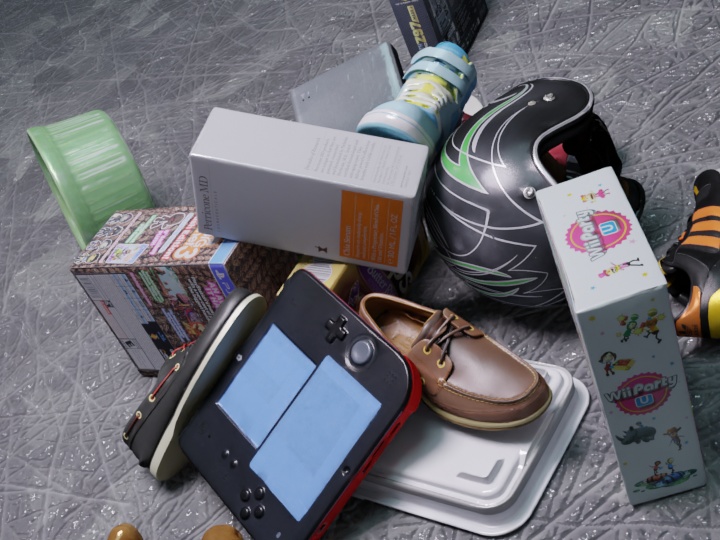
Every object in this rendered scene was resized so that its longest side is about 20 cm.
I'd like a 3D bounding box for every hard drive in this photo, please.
[{"bbox_3d":[0.001,-0.150,1.170,0.139,0.033,0.200,-24,63,19],"label":"hard drive"}]

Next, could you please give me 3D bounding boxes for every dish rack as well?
[{"bbox_3d":[0.076,0.127,0.861,0.200,0.044,0.172,8,46,37],"label":"dish rack"}]

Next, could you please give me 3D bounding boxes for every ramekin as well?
[{"bbox_3d":[-0.333,-0.104,1.284,0.098,0.200,0.200,-27,34,-16],"label":"ramekin"}]

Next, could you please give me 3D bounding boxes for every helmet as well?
[{"bbox_3d":[0.153,-0.061,0.934,0.200,0.200,0.191,12,58,41],"label":"helmet"}]

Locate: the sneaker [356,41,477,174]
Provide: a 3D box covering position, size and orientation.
[{"bbox_3d":[0.060,-0.169,0.978,0.079,0.200,0.131,25,92,5],"label":"sneaker"}]

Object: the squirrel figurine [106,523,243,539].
[{"bbox_3d":[-0.091,0.285,0.710,0.186,0.142,0.200,3,57,20],"label":"squirrel figurine"}]

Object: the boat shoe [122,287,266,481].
[{"bbox_3d":[-0.156,0.097,0.938,0.063,0.074,0.202,37,105,23],"label":"boat shoe"}]

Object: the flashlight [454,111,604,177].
[{"bbox_3d":[0.155,-0.150,1.083,0.200,0.068,0.068,15,63,8],"label":"flashlight"}]

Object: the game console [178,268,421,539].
[{"bbox_3d":[-0.056,0.120,0.859,0.177,0.031,0.200,39,96,33],"label":"game console"}]

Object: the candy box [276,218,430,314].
[{"bbox_3d":[0.000,0.000,1.002,0.056,0.117,0.200,6,46,27],"label":"candy box"}]

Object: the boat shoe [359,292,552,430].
[{"bbox_3d":[0.068,0.071,0.841,0.072,0.068,0.200,-42,39,-23],"label":"boat shoe"}]

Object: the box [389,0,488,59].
[{"bbox_3d":[0.108,-0.373,1.388,0.051,0.158,0.200,-3,41,28],"label":"box"}]

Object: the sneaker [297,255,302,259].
[{"bbox_3d":[-0.112,-0.018,1.154,0.200,0.075,0.077,-1,62,35],"label":"sneaker"}]

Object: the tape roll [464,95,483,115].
[{"bbox_3d":[0.060,-0.151,1.236,0.202,0.037,0.203,-17,37,13],"label":"tape roll"}]

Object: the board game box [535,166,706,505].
[{"bbox_3d":[0.193,0.049,0.751,0.064,0.200,0.148,-18,36,10],"label":"board game box"}]

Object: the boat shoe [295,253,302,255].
[{"bbox_3d":[-0.101,-0.048,1.076,0.200,0.073,0.063,-11,71,31],"label":"boat shoe"}]

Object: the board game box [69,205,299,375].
[{"bbox_3d":[-0.164,0.023,1.041,0.200,0.160,0.097,-1,42,30],"label":"board game box"}]

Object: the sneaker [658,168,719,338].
[{"bbox_3d":[0.297,-0.019,0.888,0.090,0.070,0.200,-11,39,14],"label":"sneaker"}]

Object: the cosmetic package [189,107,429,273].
[{"bbox_3d":[-0.045,-0.072,0.913,0.200,0.102,0.071,11,49,8],"label":"cosmetic package"}]
